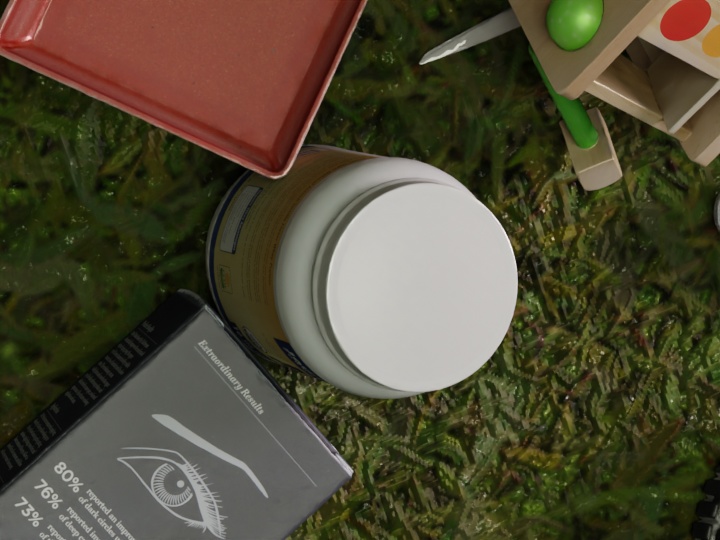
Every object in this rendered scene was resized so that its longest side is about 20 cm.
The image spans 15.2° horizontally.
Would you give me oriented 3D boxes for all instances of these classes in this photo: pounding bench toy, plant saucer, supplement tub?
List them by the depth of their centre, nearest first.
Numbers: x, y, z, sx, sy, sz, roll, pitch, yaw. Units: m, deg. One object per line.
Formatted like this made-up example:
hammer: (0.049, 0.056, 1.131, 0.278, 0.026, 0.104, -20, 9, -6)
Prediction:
supplement tub: (0.000, 0.000, 1.643, 0.144, 0.200, 0.145, -2, 97, -21)
plant saucer: (-0.096, -0.181, 1.662, 0.199, 0.037, 0.201, 24, 81, 2)
pounding bench toy: (0.158, -0.145, 1.677, 0.156, 0.125, 0.200, 21, 123, -39)

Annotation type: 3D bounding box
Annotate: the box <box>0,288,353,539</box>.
box: (-0.129, 0.133, 1.684, 0.200, 0.104, 0.148, -41, 103, -7)

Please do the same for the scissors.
scissors: (0.132, -0.174, 1.759, 0.200, 0.014, 0.073, -41, 105, -8)

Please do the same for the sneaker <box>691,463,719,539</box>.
sneaker: (0.271, 0.200, 1.808, 0.090, 0.078, 0.201, 15, 98, -23)

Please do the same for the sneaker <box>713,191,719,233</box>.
sneaker: (0.332, -0.010, 1.795, 0.199, 0.071, 0.073, 15, 92, -14)
